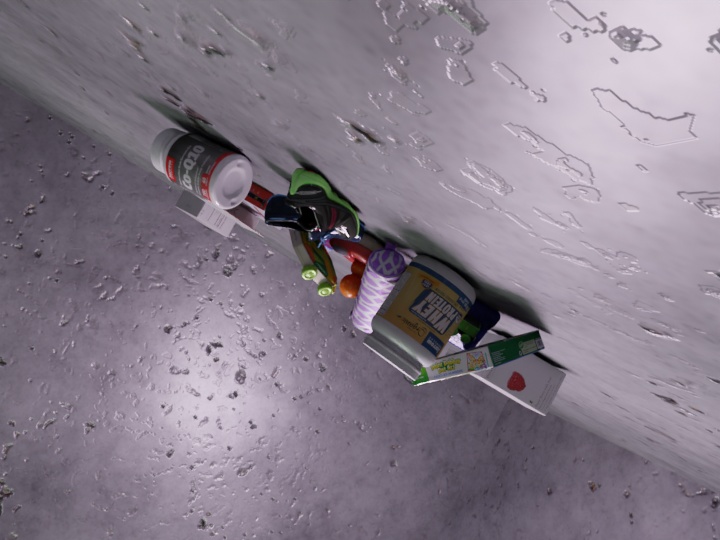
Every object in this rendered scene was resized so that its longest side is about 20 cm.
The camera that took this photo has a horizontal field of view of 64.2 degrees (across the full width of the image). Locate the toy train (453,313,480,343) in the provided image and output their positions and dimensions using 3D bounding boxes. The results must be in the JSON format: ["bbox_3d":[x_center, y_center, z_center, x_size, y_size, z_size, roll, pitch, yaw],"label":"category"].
[{"bbox_3d":[0.161,0.082,1.197,0.199,0.057,0.042,32,-148,1],"label":"toy train"}]

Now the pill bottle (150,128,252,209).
[{"bbox_3d":[-0.328,-0.213,1.173,0.199,0.115,0.114,27,173,25],"label":"pill bottle"}]

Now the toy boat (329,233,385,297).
[{"bbox_3d":[0.000,0.000,1.260,0.130,0.132,0.200,25,172,39],"label":"toy boat"}]

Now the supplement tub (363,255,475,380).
[{"bbox_3d":[0.109,0.089,1.084,0.144,0.201,0.145,34,173,5],"label":"supplement tub"}]

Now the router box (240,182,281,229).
[{"bbox_3d":[-0.290,-0.190,1.491,0.178,0.049,0.200,30,174,7],"label":"router box"}]

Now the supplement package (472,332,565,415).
[{"bbox_3d":[0.399,0.264,1.486,0.199,0.122,0.120,30,174,-7],"label":"supplement package"}]

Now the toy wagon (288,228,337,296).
[{"bbox_3d":[-0.092,-0.020,1.228,0.200,0.039,0.156,51,-164,-49],"label":"toy wagon"}]

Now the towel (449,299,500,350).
[{"bbox_3d":[0.189,0.085,1.250,0.199,0.050,0.148,30,136,0],"label":"towel"}]

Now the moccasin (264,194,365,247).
[{"bbox_3d":[-0.092,-0.084,1.126,0.198,0.069,0.081,14,153,2],"label":"moccasin"}]

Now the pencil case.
[{"bbox_3d":[0.036,0.044,1.188,0.083,0.086,0.201,23,137,5],"label":"pencil case"}]

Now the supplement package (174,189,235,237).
[{"bbox_3d":[-0.553,-0.228,2.104,0.120,0.121,0.200,25,173,25],"label":"supplement package"}]

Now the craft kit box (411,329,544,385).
[{"bbox_3d":[0.231,0.174,1.140,0.199,0.049,0.197,-6,163,-47],"label":"craft kit box"}]

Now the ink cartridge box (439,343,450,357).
[{"bbox_3d":[0.189,0.171,1.679,0.087,0.146,0.200,29,174,-22],"label":"ink cartridge box"}]

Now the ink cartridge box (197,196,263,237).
[{"bbox_3d":[-0.347,-0.169,1.492,0.199,0.044,0.173,36,172,-34],"label":"ink cartridge box"}]

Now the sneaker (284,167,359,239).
[{"bbox_3d":[-0.070,-0.101,0.995,0.076,0.084,0.200,26,173,37],"label":"sneaker"}]

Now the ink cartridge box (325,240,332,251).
[{"bbox_3d":[-0.124,-0.095,1.534,0.119,0.042,0.200,31,172,-9],"label":"ink cartridge box"}]
